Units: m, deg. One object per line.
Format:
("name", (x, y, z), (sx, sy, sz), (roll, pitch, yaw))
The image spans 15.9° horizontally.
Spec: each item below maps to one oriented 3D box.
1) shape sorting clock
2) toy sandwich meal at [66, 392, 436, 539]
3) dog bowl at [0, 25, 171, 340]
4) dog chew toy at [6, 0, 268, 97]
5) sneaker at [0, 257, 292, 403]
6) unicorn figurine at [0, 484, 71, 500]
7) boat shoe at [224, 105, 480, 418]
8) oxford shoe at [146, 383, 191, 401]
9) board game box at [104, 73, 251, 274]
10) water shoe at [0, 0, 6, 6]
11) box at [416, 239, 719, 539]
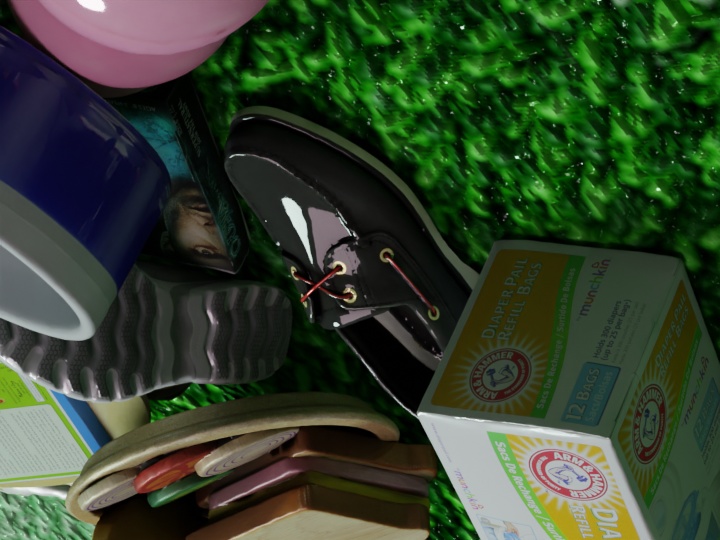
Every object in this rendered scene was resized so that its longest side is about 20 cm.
("shape sorting clock", (-0.214, 0.070, 1.416), (0.199, 0.039, 0.200), (0, 149, 0))
("toy sandwich meal", (-0.061, 0.127, 1.407), (0.204, 0.071, 0.205), (-12, 162, -4))
("dog bowl", (-0.187, -0.053, 1.159), (0.199, 0.079, 0.200), (27, 166, 8))
("dog chew toy", (-0.097, -0.135, 1.091), (0.124, 0.125, 0.200), (29, 157, -5))
("sneaker", (-0.130, 0.029, 1.328), (0.082, 0.075, 0.200), (9, 178, 43))
("unicorn figurine", (-0.238, 0.098, 1.574), (0.137, 0.074, 0.200), (10, 153, 44))
("boat shoe", (0.002, 0.000, 1.268), (0.073, 0.063, 0.201), (-8, 133, 47))
("oxford shoe", (-0.186, 0.027, 1.440), (0.199, 0.072, 0.073), (24, 153, 3))
("board game box", (-0.162, -0.065, 1.322), (0.199, 0.028, 0.136), (11, 146, 24))
("water shoe", (-0.222, -0.146, 1.215), (0.199, 0.072, 0.079), (17, 153, 35))
("box", (0.119, 0.092, 1.268), (0.101, 0.113, 0.200), (6, 142, 29))
